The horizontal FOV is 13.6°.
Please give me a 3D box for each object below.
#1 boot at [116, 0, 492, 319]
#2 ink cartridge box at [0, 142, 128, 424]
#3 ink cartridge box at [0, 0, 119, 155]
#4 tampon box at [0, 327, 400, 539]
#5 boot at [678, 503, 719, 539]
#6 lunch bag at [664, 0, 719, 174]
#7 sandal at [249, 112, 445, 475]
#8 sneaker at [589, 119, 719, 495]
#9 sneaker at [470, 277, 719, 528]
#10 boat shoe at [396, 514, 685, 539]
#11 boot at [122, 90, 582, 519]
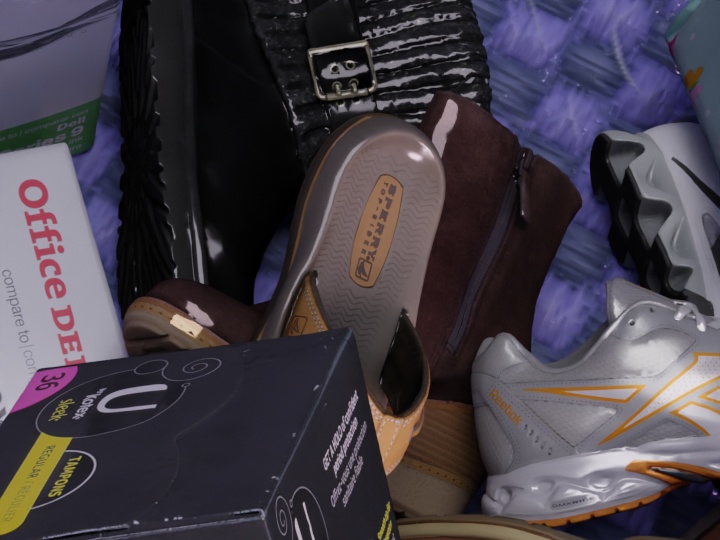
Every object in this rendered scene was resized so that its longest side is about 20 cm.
[{"bbox_3d":[-0.020,-0.038,1.285,0.157,0.079,0.212,4,70,-17],"label":"boot"},{"bbox_3d":[-0.197,0.044,1.206,0.199,0.084,0.146,-11,66,-16],"label":"ink cartridge box"},{"bbox_3d":[-0.161,-0.147,1.245,0.084,0.200,0.146,-17,68,-19],"label":"ink cartridge box"},{"bbox_3d":[-0.053,0.145,1.041,0.126,0.201,0.150,-8,20,14],"label":"tampon box"},{"bbox_3d":[0.206,0.164,1.161,0.187,0.069,0.200,-19,39,10],"label":"boot"},{"bbox_3d":[0.248,-0.059,1.290,0.199,0.122,0.171,21,31,-25],"label":"lunch bag"},{"bbox_3d":[0.001,0.037,1.141,0.082,0.054,0.201,28,73,-40],"label":"sandal"},{"bbox_3d":[0.172,0.018,1.294,0.088,0.074,0.201,-12,66,-14],"label":"sneaker"},{"bbox_3d":[0.137,0.041,1.199,0.199,0.076,0.092,-14,85,3],"label":"sneaker"},{"bbox_3d":[0.072,0.141,1.177,0.199,0.072,0.068,3,63,28],"label":"boat shoe"},{"bbox_3d":[0.000,0.000,1.226,0.200,0.072,0.167,33,70,-39],"label":"boot"}]
